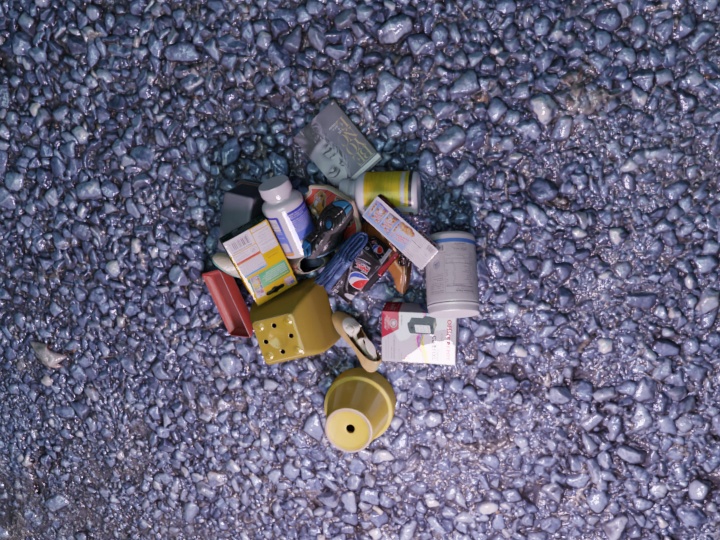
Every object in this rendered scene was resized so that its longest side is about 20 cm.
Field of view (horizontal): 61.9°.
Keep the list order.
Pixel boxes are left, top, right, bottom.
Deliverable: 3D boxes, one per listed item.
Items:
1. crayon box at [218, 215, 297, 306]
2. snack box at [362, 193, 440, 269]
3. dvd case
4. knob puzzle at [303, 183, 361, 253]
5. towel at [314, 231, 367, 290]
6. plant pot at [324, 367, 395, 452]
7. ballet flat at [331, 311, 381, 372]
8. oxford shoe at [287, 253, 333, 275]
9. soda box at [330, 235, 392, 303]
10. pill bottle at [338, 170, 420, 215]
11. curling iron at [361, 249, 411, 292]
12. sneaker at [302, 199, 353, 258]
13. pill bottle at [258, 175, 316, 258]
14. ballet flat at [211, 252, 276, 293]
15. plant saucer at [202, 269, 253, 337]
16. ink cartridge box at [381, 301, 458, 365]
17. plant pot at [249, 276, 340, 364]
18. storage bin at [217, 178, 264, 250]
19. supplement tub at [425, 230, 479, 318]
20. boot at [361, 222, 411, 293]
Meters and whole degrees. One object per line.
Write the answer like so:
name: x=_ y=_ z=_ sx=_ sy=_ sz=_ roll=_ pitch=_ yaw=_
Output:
crayon box: x=-0.262 y=-0.025 z=1.554 sx=0.126 sy=0.052 sz=0.200 roll=-31 pitch=118 yaw=-13
snack box: x=0.099 y=-0.095 z=1.466 sx=0.200 sy=0.024 sz=0.072 roll=43 pitch=125 yaw=5
dvd case: x=-0.059 y=-0.320 z=1.572 sx=0.149 sy=0.016 sz=0.200 roll=-40 pitch=93 yaw=17
knob puzzle: x=-0.074 y=-0.137 z=1.549 sx=0.219 sy=0.030 sz=0.220 roll=30 pitch=142 yaw=27
towel: x=-0.049 y=-0.026 z=1.532 sx=0.048 sy=0.112 sz=0.200 roll=38 pitch=150 yaw=-2
plant pot: x=-0.012 y=0.394 z=1.644 sx=0.200 sy=0.189 sz=0.202 roll=2 pitch=104 yaw=10
ballet flat: x=-0.005 y=0.181 z=1.632 sx=0.200 sy=0.069 sz=0.063 roll=53 pitch=143 yaw=14
oxford shoe: x=-0.176 y=-0.018 z=1.637 sx=0.199 sy=0.074 sz=0.071 roll=-18 pitch=102 yaw=16
soda box: x=0.000 y=0.000 z=1.563 sx=0.063 sy=0.071 sz=0.200 roll=38 pitch=137 yaw=-1
pill bottle: x=0.050 y=-0.196 z=1.528 sx=0.199 sy=0.112 sz=0.112 roll=1 pitch=104 yaw=11
curling iron: x=0.063 y=0.007 z=1.554 sx=0.050 sy=0.026 sz=0.200 roll=51 pitch=129 yaw=1
sneaker: x=-0.069 y=-0.103 z=1.506 sx=0.200 sy=0.082 sz=0.073 roll=-46 pitch=54 yaw=38
pill bottle: x=-0.188 y=-0.141 z=1.561 sx=0.112 sy=0.112 sz=0.200 roll=-13 pitch=121 yaw=14
ballet flat: x=-0.301 y=-0.006 z=1.606 sx=0.062 sy=0.068 sz=0.200 roll=-40 pitch=128 yaw=24
plant saucer: x=-0.362 y=0.088 z=1.668 sx=0.037 sy=0.199 sz=0.201 roll=-26 pitch=98 yaw=-27
ink cartridge box: x=0.161 y=0.167 z=1.608 sx=0.199 sy=0.083 sz=0.146 roll=2 pitch=104 yaw=11
plant pot: x=-0.192 y=0.151 z=1.617 sx=0.195 sy=0.200 sz=0.195 roll=-14 pitch=100 yaw=15
storage bin: x=-0.303 y=-0.131 z=1.606 sx=0.145 sy=0.134 sz=0.201 roll=14 pitch=107 yaw=8
supplement tub: x=0.227 y=0.012 z=1.498 sx=0.131 sy=0.132 sz=0.201 roll=-4 pitch=77 yaw=13
boot: x=0.053 y=-0.036 z=1.596 sx=0.154 sy=0.074 sz=0.201 roll=0 pitch=106 yaw=20
